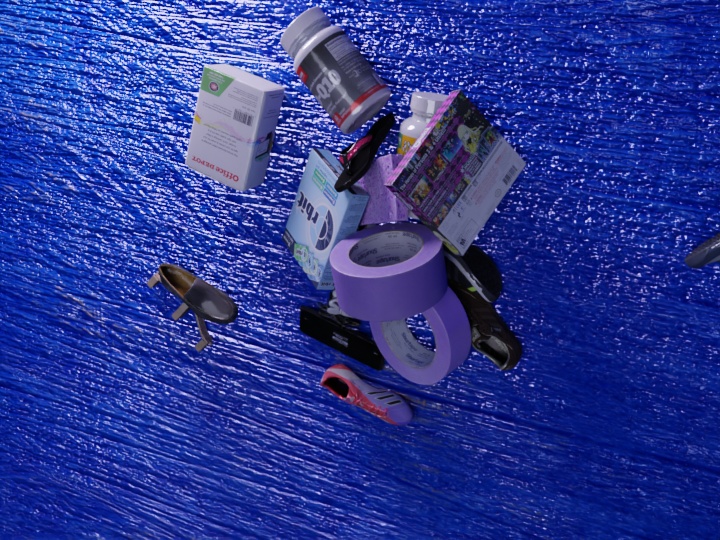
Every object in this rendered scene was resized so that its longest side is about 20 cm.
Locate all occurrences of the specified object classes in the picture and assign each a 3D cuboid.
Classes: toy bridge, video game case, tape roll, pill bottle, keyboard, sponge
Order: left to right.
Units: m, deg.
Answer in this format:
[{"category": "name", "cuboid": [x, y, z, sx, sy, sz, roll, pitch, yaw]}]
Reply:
[{"category": "toy bridge", "cuboid": [-0.386, 0.083, 1.766, 0.067, 0.027, 0.201, -41, 85, 28]}, {"category": "pill bottle", "cuboid": [-0.047, -0.354, 1.427, 0.114, 0.114, 0.201, -40, 87, 29]}, {"category": "keyboard", "cuboid": [-0.032, 0.120, 1.618, 0.197, 0.040, 0.105, 25, 137, 15]}, {"category": "sponge", "cuboid": [0.019, -0.139, 1.440, 0.199, 0.029, 0.114, -2, 94, 60]}, {"category": "tape roll", "cuboid": [0.049, -0.001, 1.385, 0.196, 0.201, 0.086, 2, 121, 24]}, {"category": "tape roll", "cuboid": [0.107, 0.104, 1.482, 0.198, 0.065, 0.204, 26, 128, 37]}, {"category": "pill bottle", "cuboid": [0.117, -0.200, 1.399, 0.111, 0.113, 0.204, 15, 112, 20]}, {"category": "video game case", "cuboid": [0.160, -0.160, 1.331, 0.181, 0.036, 0.201, 41, 78, -23]}]

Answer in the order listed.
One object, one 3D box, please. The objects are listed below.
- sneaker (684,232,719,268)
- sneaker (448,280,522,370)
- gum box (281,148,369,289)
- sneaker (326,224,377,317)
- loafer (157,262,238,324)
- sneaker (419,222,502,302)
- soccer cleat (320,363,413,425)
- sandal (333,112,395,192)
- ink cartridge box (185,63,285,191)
[{"category": "sneaker", "cuboid": [0.606, -0.036, 1.245, 0.198, 0.070, 0.083, -31, 89, 30]}, {"category": "sneaker", "cuboid": [0.214, 0.097, 1.464, 0.200, 0.075, 0.071, 44, 118, 7]}, {"category": "gum box", "cuboid": [-0.070, -0.096, 1.504, 0.170, 0.044, 0.203, 50, 128, 43]}, {"category": "sneaker", "cuboid": [0.000, 0.000, 1.546, 0.080, 0.075, 0.203, 20, 112, -3]}, {"category": "loafer", "cuboid": [-0.348, 0.049, 1.701, 0.197, 0.072, 0.074, 27, 80, 13]}, {"category": "sneaker", "cuboid": [0.172, -0.012, 1.467, 0.200, 0.071, 0.083, 46, 135, 11]}, {"category": "soccer cleat", "cuboid": [0.010, 0.256, 1.606, 0.198, 0.076, 0.068, 31, 116, 14]}, {"category": "sandal", "cuboid": [-0.002, -0.213, 1.409, 0.074, 0.202, 0.045, -14, 129, 47]}, {"category": "ink cartridge box", "cuboid": [-0.244, -0.277, 1.559, 0.143, 0.084, 0.203, 24, 114, 17]}]
